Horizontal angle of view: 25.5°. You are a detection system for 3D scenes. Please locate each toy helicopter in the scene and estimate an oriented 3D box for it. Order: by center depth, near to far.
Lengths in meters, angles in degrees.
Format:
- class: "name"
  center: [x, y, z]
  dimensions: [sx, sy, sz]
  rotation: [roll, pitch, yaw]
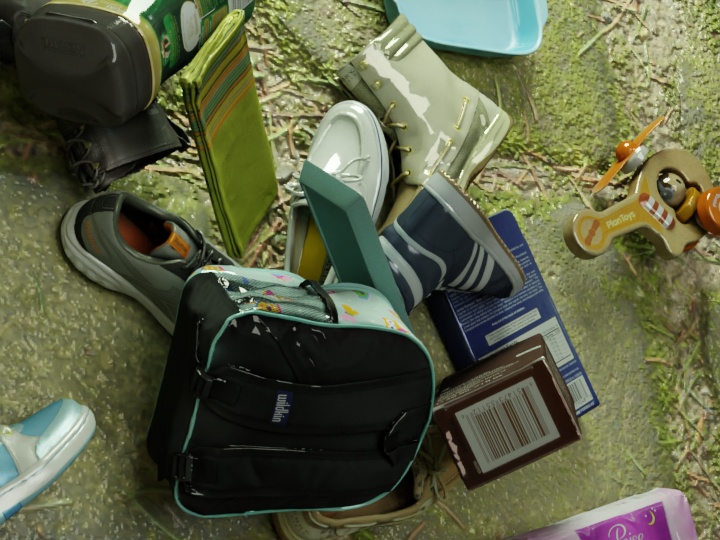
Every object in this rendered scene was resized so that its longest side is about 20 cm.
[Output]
- class: "toy helicopter"
  center: [0.270, -0.068, 1.551]
  dimensions: [0.199, 0.079, 0.133]
  rotation: [-23, 87, -34]

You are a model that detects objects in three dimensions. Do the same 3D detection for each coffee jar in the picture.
- class: "coffee jar"
  center: [-0.166, -0.184, 1.187]
  dimensions: [0.200, 0.103, 0.086]
  rotation: [-50, 145, -47]

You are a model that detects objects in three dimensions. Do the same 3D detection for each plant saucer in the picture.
- class: "plant saucer"
  center: [0.000, 0.000, 1.244]
  dimensions: [0.019, 0.070, 0.201]
  rotation: [-41, 139, -19]

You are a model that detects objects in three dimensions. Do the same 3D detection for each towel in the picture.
- class: "towel"
  center: [-0.097, -0.103, 1.252]
  dimensions: [0.018, 0.201, 0.086]
  rotation: [17, 54, 22]

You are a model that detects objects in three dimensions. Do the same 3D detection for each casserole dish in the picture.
- class: "casserole dish"
  center: [0.092, -0.260, 1.512]
  dimensions: [0.198, 0.039, 0.122]
  rotation: [2, 74, -34]

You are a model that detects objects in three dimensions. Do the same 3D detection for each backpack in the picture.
- class: "backpack"
  center: [-0.051, 0.088, 1.191]
  dimensions: [0.198, 0.153, 0.177]
  rotation: [7, 109, -21]

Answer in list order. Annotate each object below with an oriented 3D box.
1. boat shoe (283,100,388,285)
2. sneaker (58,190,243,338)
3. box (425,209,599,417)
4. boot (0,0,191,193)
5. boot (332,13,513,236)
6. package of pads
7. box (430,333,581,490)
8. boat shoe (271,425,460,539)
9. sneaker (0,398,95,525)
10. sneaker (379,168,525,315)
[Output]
- class: "boat shoe"
  center: [-0.031, -0.055, 1.309]
  dimensions: [0.086, 0.074, 0.204]
  rotation: [47, 53, -65]
- class: "sneaker"
  center: [-0.136, 0.004, 1.235]
  dimensions: [0.199, 0.079, 0.075]
  rotation: [31, 57, -25]
- class: "box"
  center: [0.131, 0.055, 1.435]
  dimensions: [0.121, 0.032, 0.202]
  rotation: [-24, 91, -38]
- class: "boot"
  center: [-0.233, -0.142, 1.221]
  dimensions: [0.199, 0.069, 0.176]
  rotation: [-20, 86, -40]
- class: "boot"
  center: [0.030, -0.117, 1.399]
  dimensions: [0.155, 0.072, 0.200]
  rotation: [44, 60, -10]
- class: "package of pads"
  center: [0.213, 0.271, 1.393]
  dimensions: [0.199, 0.075, 0.122]
  rotation: [-10, 82, -37]
- class: "box"
  center: [0.119, 0.110, 1.286]
  dimensions: [0.099, 0.200, 0.076]
  rotation: [-26, 89, 6]
- class: "boat shoe"
  center: [0.022, 0.175, 1.298]
  dimensions: [0.199, 0.063, 0.074]
  rotation: [-21, 87, -38]
- class: "sneaker"
  center: [-0.283, 0.117, 1.093]
  dimensions: [0.200, 0.079, 0.131]
  rotation: [-40, 100, -38]
- class: "sneaker"
  center: [0.067, -0.001, 1.331]
  dimensions: [0.109, 0.200, 0.070]
  rotation: [-45, 60, -2]
